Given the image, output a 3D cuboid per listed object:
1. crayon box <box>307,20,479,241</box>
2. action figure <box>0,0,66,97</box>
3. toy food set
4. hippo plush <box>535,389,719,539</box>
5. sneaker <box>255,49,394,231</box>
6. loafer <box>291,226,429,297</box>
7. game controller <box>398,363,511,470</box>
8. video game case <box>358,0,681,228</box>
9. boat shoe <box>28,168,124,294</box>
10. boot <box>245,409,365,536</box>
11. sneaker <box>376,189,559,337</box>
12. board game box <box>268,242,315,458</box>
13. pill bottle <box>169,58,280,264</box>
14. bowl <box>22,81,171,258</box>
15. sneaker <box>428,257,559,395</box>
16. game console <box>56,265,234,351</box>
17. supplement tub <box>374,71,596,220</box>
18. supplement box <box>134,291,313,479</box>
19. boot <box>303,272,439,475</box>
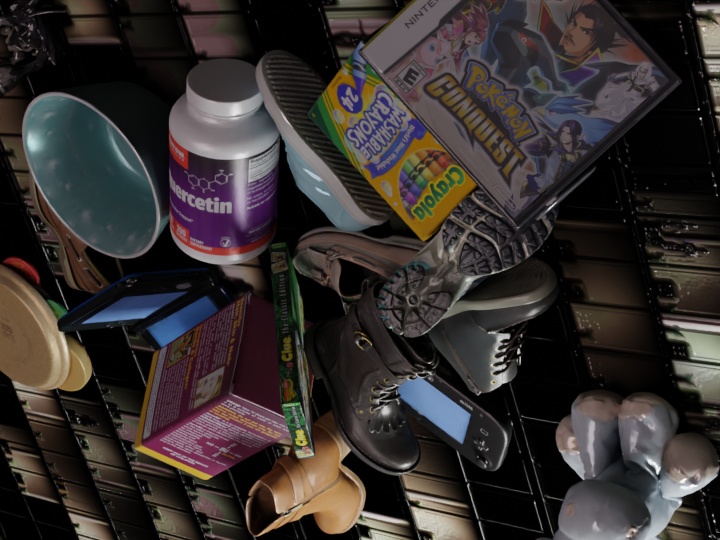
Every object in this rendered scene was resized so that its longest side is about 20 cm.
[{"bbox_3d":[0.055,-0.117,1.607,0.200,0.052,0.126,47,141,4],"label":"crayon box"},{"bbox_3d":[-0.398,-0.252,1.904,0.200,0.102,0.119,-33,84,53],"label":"action figure"},{"bbox_3d":[-0.441,0.067,2.238,0.200,0.049,0.198,10,126,40],"label":"toy food set"},{"bbox_3d":[0.222,0.218,1.619,0.159,0.161,0.200,34,138,19],"label":"hippo plush"},{"bbox_3d":[-0.052,-0.118,1.692,0.082,0.074,0.200,-25,100,47],"label":"sneaker"},{"bbox_3d":[0.000,0.000,1.732,0.200,0.063,0.072,4,141,42],"label":"loafer"},{"bbox_3d":[0.072,0.127,1.779,0.200,0.042,0.104,36,158,18],"label":"game controller"},{"bbox_3d":[0.130,-0.168,1.419,0.181,0.026,0.200,-42,86,7],"label":"video game case"},{"bbox_3d":[-0.323,-0.058,2.015,0.068,0.072,0.200,13,138,32],"label":"boat shoe"},{"bbox_3d":[-0.068,0.256,1.936,0.074,0.155,0.200,26,135,28],"label":"boot"},{"bbox_3d":[0.100,-0.023,1.600,0.200,0.086,0.078,-37,93,19],"label":"sneaker"},{"bbox_3d":[-0.070,0.081,1.764,0.023,0.200,0.105,-10,142,5],"label":"board game box"},{"bbox_3d":[-0.138,-0.111,1.750,0.112,0.112,0.200,29,136,26],"label":"pill bottle"},{"bbox_3d":[-0.258,-0.123,1.863,0.201,0.105,0.201,26,134,29],"label":"bowl"},{"bbox_3d":[0.142,0.055,1.650,0.106,0.075,0.200,55,151,-12],"label":"sneaker"},{"bbox_3d":[-0.228,0.078,1.990,0.200,0.171,0.118,-29,72,51],"label":"game console"},{"bbox_3d":[0.112,-0.139,1.489,0.200,0.107,0.107,47,141,4],"label":"supplement tub"},{"bbox_3d":[-0.147,0.130,1.898,0.103,0.131,0.200,28,143,-27],"label":"supplement box"},{"bbox_3d":[0.027,0.109,1.715,0.200,0.069,0.174,57,149,-3],"label":"boot"}]
